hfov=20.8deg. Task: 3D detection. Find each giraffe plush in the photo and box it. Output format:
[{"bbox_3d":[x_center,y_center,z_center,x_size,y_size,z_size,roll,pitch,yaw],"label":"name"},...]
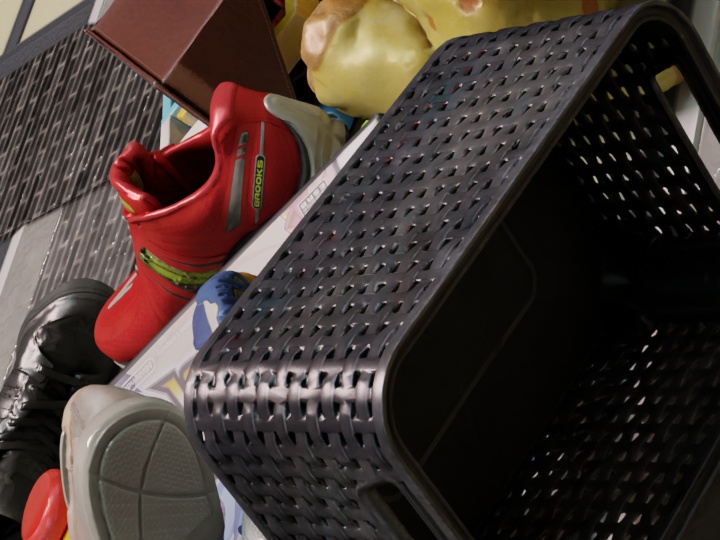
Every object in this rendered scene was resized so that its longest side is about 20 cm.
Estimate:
[{"bbox_3d":[0.038,-0.149,0.813,0.172,0.162,0.200,-21,43,6],"label":"giraffe plush"}]

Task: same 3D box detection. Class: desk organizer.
[{"bbox_3d":[-0.080,-0.124,1.045,0.077,0.072,0.200,-54,23,1],"label":"desk organizer"}]

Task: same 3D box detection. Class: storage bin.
[{"bbox_3d":[0.053,0.020,0.654,0.094,0.135,0.200,-5,39,46],"label":"storage bin"}]

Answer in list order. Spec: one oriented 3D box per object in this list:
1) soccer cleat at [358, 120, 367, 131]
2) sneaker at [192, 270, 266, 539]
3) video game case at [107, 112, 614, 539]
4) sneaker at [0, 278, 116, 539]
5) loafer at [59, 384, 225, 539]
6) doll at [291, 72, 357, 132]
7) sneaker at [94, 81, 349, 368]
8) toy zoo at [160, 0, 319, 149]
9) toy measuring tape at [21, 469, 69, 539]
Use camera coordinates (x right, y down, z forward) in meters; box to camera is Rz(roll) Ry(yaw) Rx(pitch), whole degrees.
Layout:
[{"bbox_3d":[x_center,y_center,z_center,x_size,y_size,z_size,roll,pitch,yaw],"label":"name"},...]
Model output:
[{"bbox_3d":[0.000,0.000,0.878,0.081,0.067,0.200,112,176,-67],"label":"soccer cleat"},{"bbox_3d":[-0.026,0.093,0.756,0.088,0.075,0.200,-46,58,27],"label":"sneaker"},{"bbox_3d":[-0.012,0.066,0.812,0.200,0.025,0.181,-44,60,27],"label":"video game case"},{"bbox_3d":[-0.190,0.107,1.113,0.200,0.060,0.104,-53,27,24],"label":"sneaker"},{"bbox_3d":[-0.084,0.140,0.796,0.063,0.072,0.200,23,122,59],"label":"loafer"},{"bbox_3d":[-0.043,-0.049,1.024,0.200,0.048,0.136,-63,18,-7],"label":"doll"},{"bbox_3d":[-0.082,-0.025,0.913,0.200,0.085,0.077,-45,28,43],"label":"sneaker"},{"bbox_3d":[-0.072,-0.129,1.154,0.131,0.020,0.200,-48,24,22],"label":"toy zoo"},{"bbox_3d":[-0.150,0.160,0.993,0.200,0.074,0.074,-62,27,16],"label":"toy measuring tape"}]
